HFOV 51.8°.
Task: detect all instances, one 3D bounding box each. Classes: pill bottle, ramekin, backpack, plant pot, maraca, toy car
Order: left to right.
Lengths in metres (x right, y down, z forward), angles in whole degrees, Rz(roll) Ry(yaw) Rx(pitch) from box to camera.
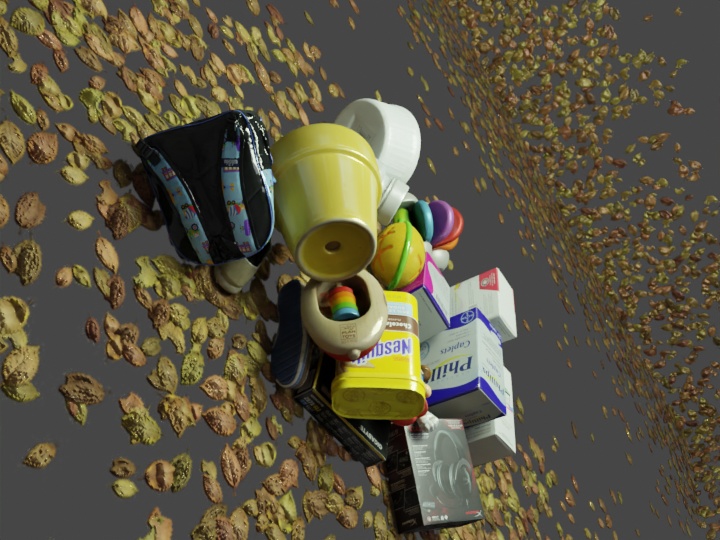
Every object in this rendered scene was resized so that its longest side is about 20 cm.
[{"bbox_3d":[-0.204,-0.118,1.077,0.135,0.180,0.203,-65,140,-76],"label":"backpack"},{"bbox_3d":[-0.054,-0.095,1.167,0.200,0.200,0.190,38,26,-39],"label":"plant pot"},{"bbox_3d":[-0.011,-0.175,1.434,0.198,0.115,0.115,31,34,-2],"label":"pill bottle"},{"bbox_3d":[0.020,-0.260,1.554,0.097,0.199,0.203,11,57,-47],"label":"ramekin"},{"bbox_3d":[0.070,-0.034,1.462,0.106,0.139,0.200,20,13,-9],"label":"maraca"},{"bbox_3d":[0.157,-0.097,1.696,0.199,0.149,0.178,18,52,-53],"label":"toy car"}]

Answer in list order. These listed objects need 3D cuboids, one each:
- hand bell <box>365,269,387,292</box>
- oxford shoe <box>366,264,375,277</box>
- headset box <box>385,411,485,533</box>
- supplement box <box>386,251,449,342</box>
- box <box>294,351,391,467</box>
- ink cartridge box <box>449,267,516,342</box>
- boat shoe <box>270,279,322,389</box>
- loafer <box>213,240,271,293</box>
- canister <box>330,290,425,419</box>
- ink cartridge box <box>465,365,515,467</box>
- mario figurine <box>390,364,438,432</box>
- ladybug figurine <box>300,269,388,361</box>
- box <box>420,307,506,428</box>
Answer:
[{"bbox_3d":[0.000,0.000,1.390,0.201,0.103,0.105,53,30,-17],"label":"hand bell"},{"bbox_3d":[-0.011,-0.044,1.465,0.201,0.057,0.076,54,26,-24],"label":"oxford shoe"},{"bbox_3d":[0.124,0.351,1.315,0.147,0.077,0.203,9,59,-35],"label":"headset box"},{"bbox_3d":[0.119,0.056,1.521,0.102,0.102,0.200,56,18,-14],"label":"supplement box"},{"bbox_3d":[-0.020,0.208,1.256,0.200,0.049,0.161,49,30,-26],"label":"box"},{"bbox_3d":[0.231,0.102,1.610,0.086,0.198,0.149,46,33,-31],"label":"ink cartridge box"},{"bbox_3d":[-0.092,0.108,1.188,0.072,0.072,0.202,42,35,-38],"label":"boat shoe"},{"bbox_3d":[-0.173,-0.048,1.177,0.076,0.068,0.202,45,34,-32],"label":"loafer"},{"bbox_3d":[0.028,0.132,1.206,0.087,0.146,0.202,92,-1,-46],"label":"canister"},{"bbox_3d":[0.232,0.290,1.516,0.084,0.144,0.202,45,33,-30],"label":"ink cartridge box"},{"bbox_3d":[0.099,0.199,1.295,0.122,0.107,0.200,28,23,-2],"label":"mario figurine"},{"bbox_3d":[-0.024,0.071,1.150,0.201,0.133,0.073,-99,-176,-51],"label":"ladybug figurine"},{"bbox_3d":[0.178,0.203,1.454,0.105,0.182,0.202,46,33,-33],"label":"box"}]
